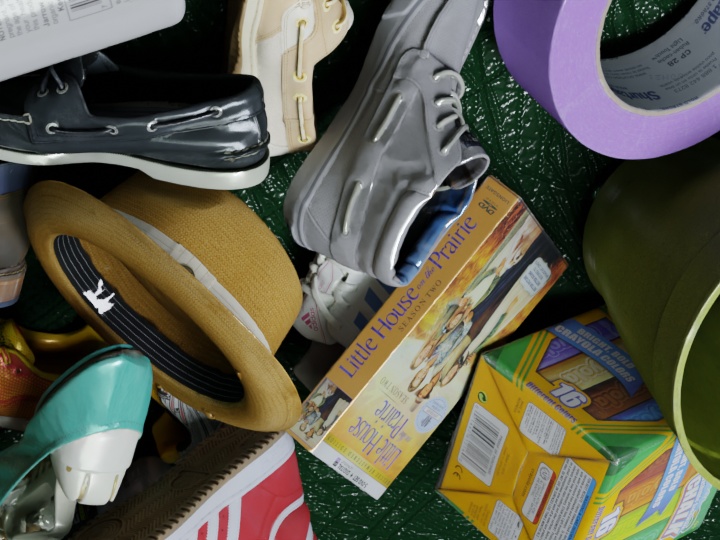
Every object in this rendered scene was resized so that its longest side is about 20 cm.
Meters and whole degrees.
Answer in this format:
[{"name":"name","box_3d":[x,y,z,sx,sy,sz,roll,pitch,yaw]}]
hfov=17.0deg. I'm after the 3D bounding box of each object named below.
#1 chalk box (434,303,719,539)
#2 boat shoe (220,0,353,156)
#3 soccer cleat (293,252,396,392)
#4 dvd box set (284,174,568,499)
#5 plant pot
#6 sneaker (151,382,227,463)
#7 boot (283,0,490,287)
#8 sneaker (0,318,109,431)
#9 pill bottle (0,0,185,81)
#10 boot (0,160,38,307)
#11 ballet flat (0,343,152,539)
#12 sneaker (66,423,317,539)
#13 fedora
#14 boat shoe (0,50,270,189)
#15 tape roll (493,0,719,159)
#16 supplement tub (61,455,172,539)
[{"name":"chalk box","box_3d":[0.171,0.108,1.601,0.200,0.124,0.125,-19,138,-41]},{"name":"boat shoe","box_3d":[-0.038,-0.145,1.358,0.069,0.074,0.200,3,136,-9]},{"name":"soccer cleat","box_3d":[0.000,0.000,1.493,0.086,0.070,0.201,-21,136,-27]},{"name":"dvd box set","box_3d":[0.044,0.045,1.507,0.200,0.029,0.146,-50,156,-3]},{"name":"plant pot","box_3d":[0.237,0.009,1.511,0.199,0.193,0.201,-12,121,-20]},{"name":"sneaker","box_3d":[-0.098,0.051,1.494,0.082,0.078,0.201,-11,130,-13]},{"name":"boot","box_3d":[0.043,-0.086,1.390,0.201,0.095,0.073,-61,146,-1]},{"name":"sneaker","box_3d":[-0.242,0.059,1.450,0.199,0.073,0.077,-5,130,-33]},{"name":"pill bottle","box_3d":[-0.201,-0.155,1.258,0.199,0.115,0.115,-19,132,-8]},{"name":"boot","box_3d":[-0.273,-0.037,1.361,0.199,0.075,0.097,3,117,-37]},{"name":"ballet flat","box_3d":[-0.171,0.115,1.425,0.067,0.071,0.200,-2,153,-36]},{"name":"sneaker","box_3d":[-0.100,0.181,1.449,0.200,0.071,0.113,-35,118,-36]},{"name":"fedora","box_3d":[-0.097,0.004,1.369,0.082,0.200,0.201,-50,137,-23]},{"name":"boat shoe","box_3d":[-0.146,-0.095,1.334,0.198,0.075,0.066,12,122,4]},{"name":"tape roll","box_3d":[0.178,-0.167,1.418,0.199,0.066,0.201,-19,132,-22]},{"name":"supplement tub","box_3d":[-0.185,0.219,1.564,0.200,0.123,0.123,-33,132,4]}]
